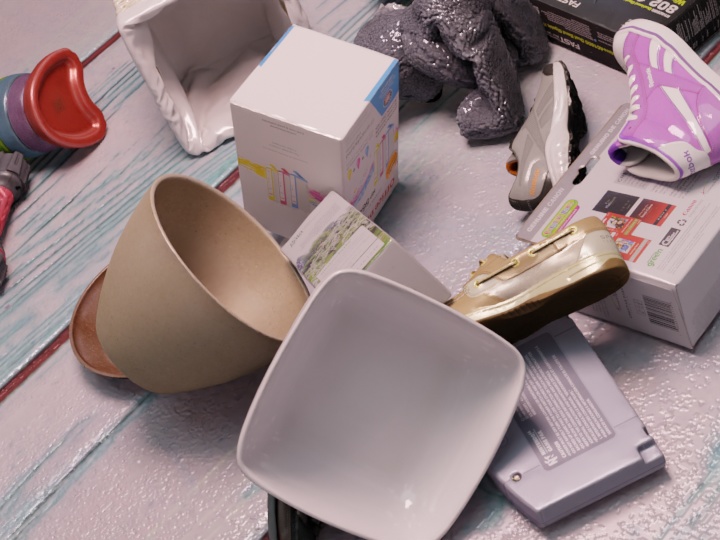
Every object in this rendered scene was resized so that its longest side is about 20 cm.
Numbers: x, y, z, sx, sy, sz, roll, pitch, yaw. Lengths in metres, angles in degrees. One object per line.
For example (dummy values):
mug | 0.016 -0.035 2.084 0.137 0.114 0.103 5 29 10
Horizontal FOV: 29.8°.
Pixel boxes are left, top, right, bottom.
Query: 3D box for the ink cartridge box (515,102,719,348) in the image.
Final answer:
ink cartridge box | 0.269 -0.049 1.229 0.175 0.084 0.200 20 58 41

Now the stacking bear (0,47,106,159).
stacking bear | -0.439 -0.188 1.694 0.200 0.122 0.114 -10 19 33

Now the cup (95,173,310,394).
cup | -0.161 0.032 1.252 0.143 0.200 0.200 -42 39 19

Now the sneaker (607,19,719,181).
sneaker | 0.258 -0.153 1.229 0.114 0.073 0.201 -31 40 -2

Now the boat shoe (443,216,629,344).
boat shoe | 0.132 0.017 1.166 0.200 0.074 0.067 -24 61 18

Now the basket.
basket | -0.172 -0.283 1.595 0.200 0.198 0.161 -28 38 -2

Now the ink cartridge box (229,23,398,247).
ink cartridge box | -0.041 -0.120 1.377 0.125 0.200 0.129 20 54 18

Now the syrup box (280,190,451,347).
syrup box | 0.000 0.000 1.229 0.079 0.081 0.200 -48 22 0

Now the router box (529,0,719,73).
router box | 0.296 -0.296 1.478 0.150 0.062 0.200 -41 44 -15

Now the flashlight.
flashlight | -0.432 -0.061 1.590 0.068 0.068 0.200 -3 46 9

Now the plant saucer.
plant saucer | -0.204 0.042 1.402 0.200 0.037 0.201 -13 44 13

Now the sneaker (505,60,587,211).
sneaker | 0.186 -0.139 1.370 0.079 0.074 0.200 -11 44 23

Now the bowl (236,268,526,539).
bowl | 0.013 0.109 1.107 0.200 0.199 0.075 -62 13 4

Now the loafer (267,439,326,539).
loafer | -0.041 0.160 1.166 0.063 0.072 0.200 -5 59 12

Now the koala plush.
koala plush | 0.071 -0.245 1.473 0.200 0.184 0.178 -9 43 35

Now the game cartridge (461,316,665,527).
game cartridge | 0.155 0.122 1.151 0.133 0.041 0.200 -23 42 -3
